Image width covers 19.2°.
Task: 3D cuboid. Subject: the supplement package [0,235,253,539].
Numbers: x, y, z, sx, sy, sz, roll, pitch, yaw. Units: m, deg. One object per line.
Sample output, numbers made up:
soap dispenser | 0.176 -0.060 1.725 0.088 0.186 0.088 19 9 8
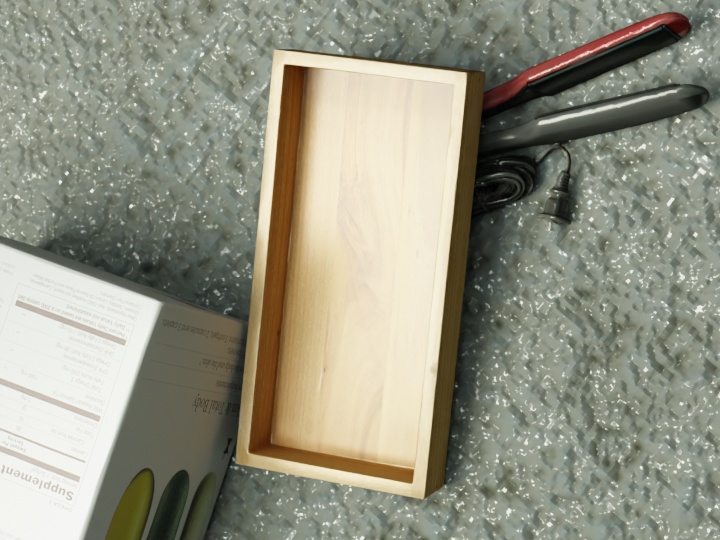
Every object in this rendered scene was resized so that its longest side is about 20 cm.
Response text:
supplement package | -0.161 0.095 1.021 0.149 0.152 0.202 18 89 19

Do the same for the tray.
tray | 0.000 0.000 1.021 0.098 0.037 0.202 8 98 19

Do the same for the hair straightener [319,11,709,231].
hair straightener | 0.073 -0.055 1.021 0.198 0.041 0.078 -19 77 15
